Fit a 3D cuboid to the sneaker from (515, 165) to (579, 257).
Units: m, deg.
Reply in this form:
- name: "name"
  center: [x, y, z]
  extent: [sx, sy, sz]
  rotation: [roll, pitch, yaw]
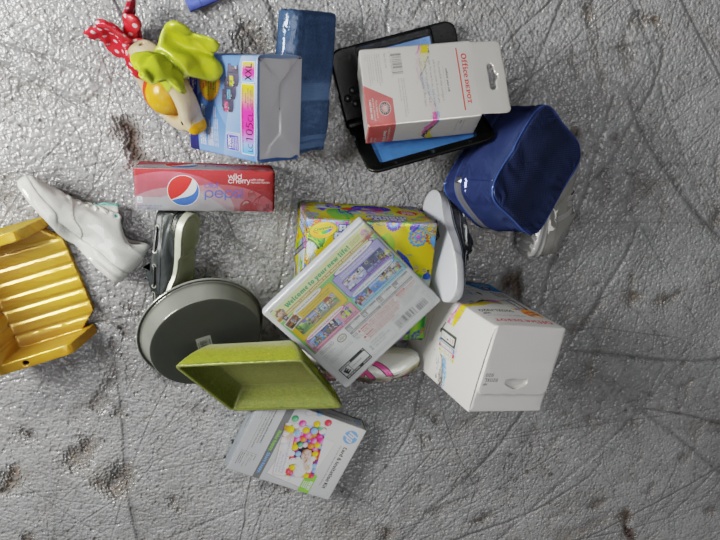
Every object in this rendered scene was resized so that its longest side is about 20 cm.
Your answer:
- name: "sneaker"
  center: [0.328, -0.117, 1.099]
  extent: [0.082, 0.075, 0.200]
  rotation: [5, 114, -28]

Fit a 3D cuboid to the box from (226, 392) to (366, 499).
- name: "box"
  center: [-0.113, 0.306, 1.147]
  extent: [0.200, 0.041, 0.156]
  rotation: [24, 101, -19]

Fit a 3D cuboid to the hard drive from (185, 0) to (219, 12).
- name: "hard drive"
  center: [-0.171, -0.459, 0.893]
  extent: [0.200, 0.025, 0.132]
  rotation: [-24, 111, -4]

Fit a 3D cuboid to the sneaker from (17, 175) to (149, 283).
- name: "sneaker"
  center: [-0.400, -0.078, 0.953]
  extent: [0.088, 0.075, 0.200]
  rotation: [-46, 118, -8]

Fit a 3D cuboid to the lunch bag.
- name: "lunch bag"
  center: [0.232, -0.164, 1.008]
  extent: [0.136, 0.132, 0.200]
  rotation: [40, 77, -32]

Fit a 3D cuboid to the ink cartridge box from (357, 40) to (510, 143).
- name: "ink cartridge box"
  center: [0.101, -0.253, 0.920]
  extent: [0.200, 0.068, 0.117]
  rotation: [-6, 79, -3]

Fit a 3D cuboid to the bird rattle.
- name: "bird rattle"
  center: [-0.276, -0.258, 0.866]
  extent: [0.113, 0.200, 0.163]
  rotation: [-46, 141, -29]

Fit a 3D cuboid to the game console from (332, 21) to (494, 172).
- name: "game console"
  center: [0.076, -0.261, 0.963]
  extent: [0.200, 0.116, 0.176]
  rotation: [-17, 111, -7]

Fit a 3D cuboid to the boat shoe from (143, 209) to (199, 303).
- name: "boat shoe"
  center: [-0.298, -0.006, 0.992]
  extent: [0.066, 0.075, 0.199]
  rotation: [22, 121, 9]

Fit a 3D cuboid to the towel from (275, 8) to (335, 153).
- name: "towel"
  center: [-0.087, -0.269, 0.934]
  extent: [0.049, 0.112, 0.200]
  rotation: [17, 111, 26]

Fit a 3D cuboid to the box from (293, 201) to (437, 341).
- name: "box"
  center: [0.000, 0.000, 1.028]
  extent: [0.200, 0.122, 0.193]
  rotation: [2, 107, -12]

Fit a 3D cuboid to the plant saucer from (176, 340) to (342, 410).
- name: "plant saucer"
  center: [-0.147, 0.160, 1.002]
  extent: [0.200, 0.048, 0.200]
  rotation: [-5, 148, 15]

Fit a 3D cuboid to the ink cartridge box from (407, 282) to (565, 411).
- name: "ink cartridge box"
  center: [0.196, 0.118, 1.052]
  extent: [0.147, 0.200, 0.145]
  rotation: [5, 107, -29]

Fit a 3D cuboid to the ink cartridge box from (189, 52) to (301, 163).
- name: "ink cartridge box"
  center: [-0.172, -0.229, 0.900]
  extent: [0.076, 0.200, 0.137]
  rotation: [-11, 112, -41]

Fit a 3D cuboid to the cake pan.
- name: "cake pan"
  center: [-0.244, 0.102, 1.015]
  extent: [0.200, 0.037, 0.200]
  rotation: [-15, 131, -18]

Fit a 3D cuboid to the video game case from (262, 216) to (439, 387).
- name: "video game case"
  center: [-0.012, 0.051, 0.966]
  extent: [0.200, 0.022, 0.182]
  rotation: [-43, 110, 5]

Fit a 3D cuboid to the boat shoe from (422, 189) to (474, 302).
- name: "boat shoe"
  center: [0.148, -0.037, 1.027]
  extent: [0.068, 0.200, 0.072]
  rotation: [11, 142, -25]

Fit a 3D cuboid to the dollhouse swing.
- name: "dollhouse swing"
  center: [-0.500, 0.056, 0.910]
  extent: [0.182, 0.176, 0.200]
  rotation: [-17, 109, -6]

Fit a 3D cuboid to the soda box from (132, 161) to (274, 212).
- name: "soda box"
  center: [-0.229, -0.125, 0.965]
  extent: [0.200, 0.070, 0.063]
  rotation: [-1, 107, -12]

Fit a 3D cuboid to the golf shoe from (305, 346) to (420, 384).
- name: "golf shoe"
  center: [-0.002, 0.135, 1.071]
  extent: [0.200, 0.073, 0.092]
  rotation: [0, 108, 11]
